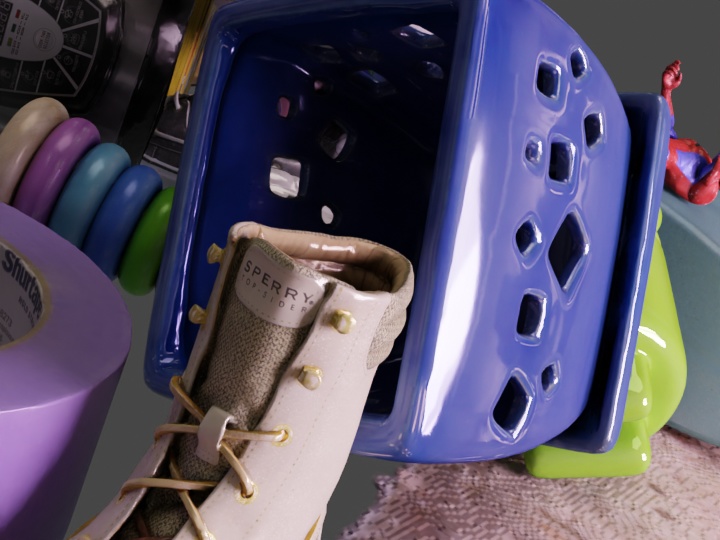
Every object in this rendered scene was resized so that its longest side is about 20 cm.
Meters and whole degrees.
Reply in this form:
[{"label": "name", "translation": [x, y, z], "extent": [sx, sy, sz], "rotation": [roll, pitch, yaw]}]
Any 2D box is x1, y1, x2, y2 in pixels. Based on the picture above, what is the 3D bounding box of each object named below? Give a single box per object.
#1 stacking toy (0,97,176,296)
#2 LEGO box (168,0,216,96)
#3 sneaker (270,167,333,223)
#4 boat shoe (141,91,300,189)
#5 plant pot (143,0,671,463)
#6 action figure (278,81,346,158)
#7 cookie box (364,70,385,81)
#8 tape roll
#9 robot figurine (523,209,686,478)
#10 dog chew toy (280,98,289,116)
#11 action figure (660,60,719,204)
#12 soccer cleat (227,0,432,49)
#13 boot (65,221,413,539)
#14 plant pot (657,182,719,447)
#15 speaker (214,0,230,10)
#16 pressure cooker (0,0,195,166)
[{"label": "stacking toy", "translation": [-0.108, -0.013, 0.702], "extent": [0.198, 0.086, 0.085], "rotation": [28, 18, -1]}, {"label": "LEGO box", "translation": [-0.151, -0.212, 0.994], "extent": [0.076, 0.202, 0.149], "rotation": [20, 18, -8]}, {"label": "sneaker", "translation": [0.000, 0.000, 0.821], "extent": [0.197, 0.074, 0.080], "rotation": [13, 34, -14]}, {"label": "boat shoe", "translation": [-0.121, -0.093, 0.902], "extent": [0.198, 0.072, 0.072], "rotation": [24, 19, 9]}, {"label": "plant pot", "translation": [0.032, -0.015, 0.614], "extent": [0.179, 0.203, 0.199], "rotation": [15, -6, -42]}, {"label": "action figure", "translation": [-0.035, -0.098, 0.920], "extent": [0.069, 0.131, 0.200], "rotation": [-7, 37, -42]}, {"label": "cookie box", "translation": [0.014, -0.205, 0.899], "extent": [0.172, 0.075, 0.200], "rotation": [59, -16, 13]}, {"label": "tape roll", "translation": [-0.190, 0.031, 0.463], "extent": [0.198, 0.086, 0.200], "rotation": [20, 18, -7]}, {"label": "robot figurine", "translation": [0.126, 0.026, 0.750], "extent": [0.114, 0.177, 0.201], "rotation": [-5, 39, 8]}, {"label": "dog chew toy", "translation": [0.012, -0.142, 1.052], "extent": [0.197, 0.126, 0.125], "rotation": [-7, 26, -13]}, {"label": "action figure", "translation": [0.191, -0.101, 0.825], "extent": [0.198, 0.100, 0.065], "rotation": [15, 28, -34]}, {"label": "soccer cleat", "translation": [-0.031, -0.156, 0.687], "extent": [0.198, 0.069, 0.085], "rotation": [20, -18, 34]}, {"label": "boot", "translation": [-0.054, 0.065, 0.415], "extent": [0.072, 0.156, 0.199], "rotation": [29, 19, 19]}, {"label": "plant pot", "translation": [0.232, 0.030, 0.890], "extent": [0.140, 0.142, 0.200], "rotation": [1, 33, -48]}, {"label": "speaker", "translation": [-0.084, -0.247, 0.858], "extent": [0.081, 0.081, 0.202], "rotation": [-21, 89, -64]}, {"label": "pressure cooker", "translation": [-0.206, -0.162, 0.784], "extent": [0.198, 0.179, 0.178], "rotation": [20, 57, -12]}]
